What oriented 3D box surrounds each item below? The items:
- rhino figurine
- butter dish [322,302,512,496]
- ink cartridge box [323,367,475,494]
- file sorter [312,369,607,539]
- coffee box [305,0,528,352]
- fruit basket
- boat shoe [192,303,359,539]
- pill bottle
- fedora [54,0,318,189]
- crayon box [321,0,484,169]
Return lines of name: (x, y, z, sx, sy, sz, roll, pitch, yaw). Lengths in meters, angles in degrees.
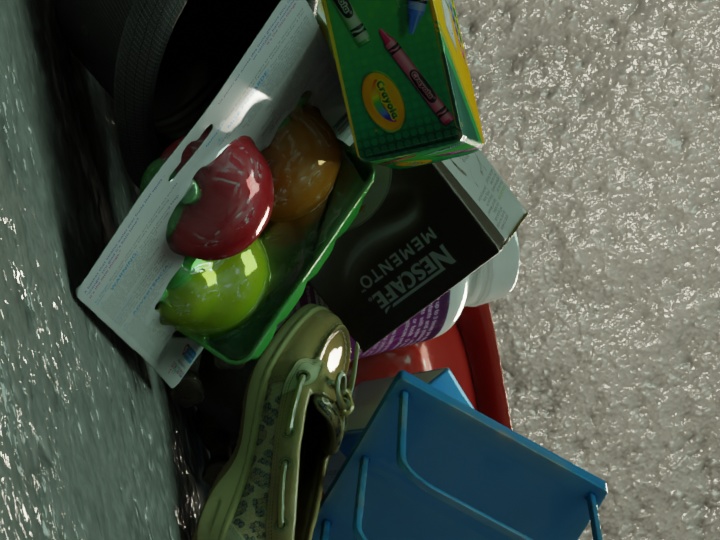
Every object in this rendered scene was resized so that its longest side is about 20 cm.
rhino figurine: (-0.074, 0.086, 1.324, 0.088, 0.059, 0.201, -97, 175, -47)
butter dish: (-0.005, 0.110, 1.503, 0.148, 0.198, 0.202, -38, 120, -70)
ink cartridge box: (0.056, 0.165, 1.335, 0.201, 0.068, 0.116, 58, -28, -10)
file sorter: (0.031, 0.190, 1.211, 0.201, 0.138, 0.123, -59, -173, 18)
coffee box: (-0.008, -0.071, 1.297, 0.200, 0.114, 0.080, 51, 23, -4)
fruit basket: (-0.071, -0.039, 1.119, 0.093, 0.186, 0.200, 31, -8, 22)
boat shoe: (-0.035, 0.106, 1.230, 0.074, 0.062, 0.201, 67, 33, -47)
pill bottle: (0.000, 0.000, 1.419, 0.112, 0.199, 0.113, 38, -45, 52)
fedora: (-0.100, -0.140, 1.163, 0.090, 0.177, 0.200, 31, -18, 17)
crayon box: (0.012, -0.157, 1.140, 0.119, 0.058, 0.202, -6, 83, -81)
